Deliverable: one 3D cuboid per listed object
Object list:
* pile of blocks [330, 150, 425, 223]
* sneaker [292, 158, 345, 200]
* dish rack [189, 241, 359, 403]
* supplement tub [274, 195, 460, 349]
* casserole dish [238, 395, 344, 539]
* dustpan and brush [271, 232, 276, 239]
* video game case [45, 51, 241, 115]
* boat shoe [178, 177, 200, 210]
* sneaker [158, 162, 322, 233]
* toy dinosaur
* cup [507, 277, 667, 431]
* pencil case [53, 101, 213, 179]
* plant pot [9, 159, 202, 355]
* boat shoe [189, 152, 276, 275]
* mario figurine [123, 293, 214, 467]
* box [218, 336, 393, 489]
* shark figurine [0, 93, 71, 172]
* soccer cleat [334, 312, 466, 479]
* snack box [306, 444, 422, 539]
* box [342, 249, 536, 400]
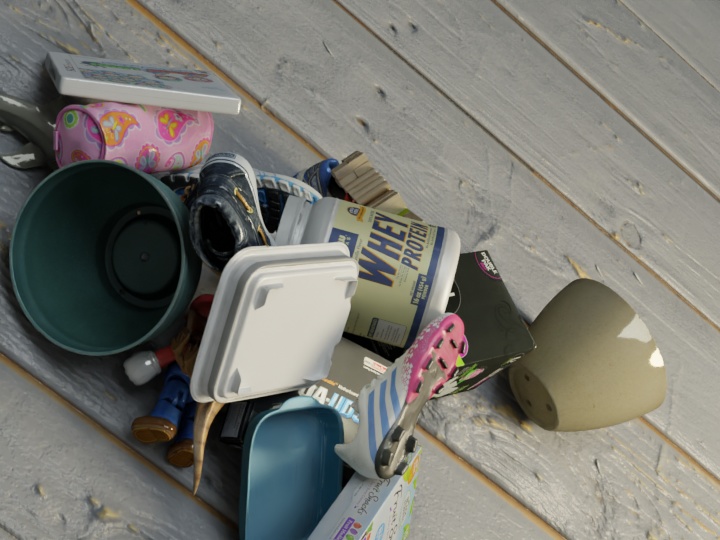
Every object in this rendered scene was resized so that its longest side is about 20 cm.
[{"bbox_3d":[0.022,-0.065,1.833,0.200,0.062,0.082,52,-8,39],"label":"pile of blocks"},{"bbox_3d":[0.000,-0.060,1.916,0.200,0.085,0.077,44,42,-9],"label":"sneaker"},{"bbox_3d":[-0.077,0.058,1.548,0.044,0.172,0.200,28,19,32],"label":"dish rack"},{"bbox_3d":[0.000,0.000,1.698,0.200,0.145,0.145,15,48,-1],"label":"supplement tub"},{"bbox_3d":[-0.078,0.227,1.612,0.121,0.039,0.200,-4,101,-35],"label":"casserole dish"},{"bbox_3d":[-0.113,-0.030,1.810,0.200,0.057,0.140,-28,82,-47],"label":"dustpan and brush"},{"bbox_3d":[-0.250,-0.214,1.722,0.200,0.024,0.182,5,15,-18],"label":"video game case"},{"bbox_3d":[-0.175,-0.072,1.679,0.071,0.200,0.091,-27,121,-37],"label":"boat shoe"},{"bbox_3d":[-0.136,-0.099,1.782,0.200,0.075,0.087,10,32,6],"label":"sneaker"},{"bbox_3d":[-0.151,0.118,1.564,0.106,0.060,0.200,43,55,-31],"label":"toy dinosaur"},{"bbox_3d":[0.279,0.132,1.974,0.143,0.200,0.200,-31,83,-22],"label":"cup"},{"bbox_3d":[-0.251,-0.148,1.683,0.200,0.087,0.087,-17,73,-57],"label":"pencil case"},{"bbox_3d":[-0.249,-0.014,1.600,0.200,0.200,0.134,60,17,9],"label":"plant pot"},{"bbox_3d":[-0.129,-0.014,1.547,0.091,0.071,0.200,-74,153,-52],"label":"boat shoe"},{"bbox_3d":[-0.188,0.115,1.649,0.106,0.123,0.200,8,53,15],"label":"mario figurine"},{"bbox_3d":[-0.052,0.148,1.688,0.200,0.046,0.159,30,68,-36],"label":"box"},{"bbox_3d":[-0.367,-0.171,1.666,0.214,0.089,0.128,31,44,-25],"label":"shark figurine"},{"bbox_3d":[0.038,0.126,1.615,0.200,0.086,0.070,-61,143,-17],"label":"soccer cleat"},{"bbox_3d":[-0.002,0.289,1.623,0.053,0.142,0.200,21,38,16],"label":"snack box"},{"bbox_3d":[0.088,0.073,1.869,0.200,0.124,0.149,-8,67,-45],"label":"box"}]
